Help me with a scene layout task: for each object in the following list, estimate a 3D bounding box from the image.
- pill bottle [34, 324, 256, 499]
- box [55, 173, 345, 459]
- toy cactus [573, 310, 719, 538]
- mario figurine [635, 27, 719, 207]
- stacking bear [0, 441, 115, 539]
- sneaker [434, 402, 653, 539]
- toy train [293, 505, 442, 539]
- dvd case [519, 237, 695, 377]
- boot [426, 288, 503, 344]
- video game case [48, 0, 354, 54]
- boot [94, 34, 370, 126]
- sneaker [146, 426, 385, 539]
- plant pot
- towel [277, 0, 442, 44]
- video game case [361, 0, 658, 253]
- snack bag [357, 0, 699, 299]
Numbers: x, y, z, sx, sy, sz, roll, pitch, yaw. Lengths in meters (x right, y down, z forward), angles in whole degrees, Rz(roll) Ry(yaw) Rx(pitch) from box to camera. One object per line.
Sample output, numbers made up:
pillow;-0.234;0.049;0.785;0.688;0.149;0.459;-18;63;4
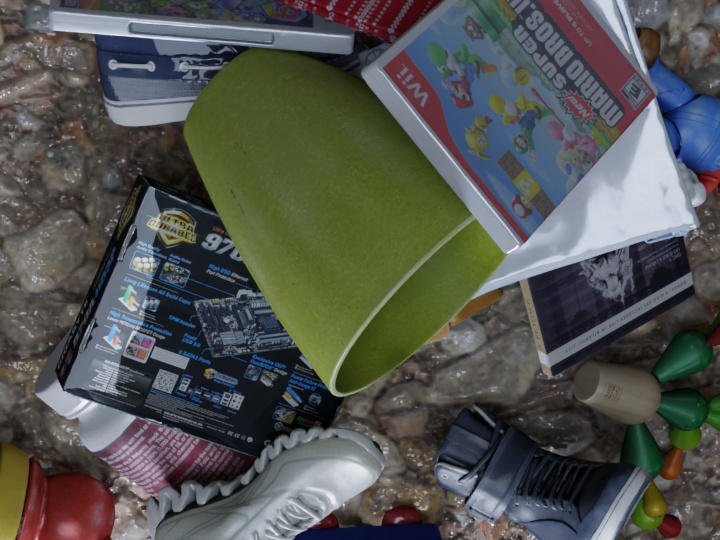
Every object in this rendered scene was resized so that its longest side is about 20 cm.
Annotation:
pill bottle;-0.142;0.114;1.328;0.200;0.114;0.114;39;106;-17
box;-0.095;0.041;1.239;0.200;0.046;0.159;21;99;-20
toy cactus;0.239;0.111;1.338;0.165;0.102;0.200;17;110;-31
mario figurine;0.268;-0.099;1.251;0.200;0.106;0.124;27;107;-22
stacking bear;-0.291;0.185;1.360;0.200;0.121;0.114;13;119;-18
sneaker;0.133;0.158;1.322;0.146;0.202;0.077;35;71;2
toy train;-0.035;0.262;1.406;0.200;0.085;0.116;-2;126;-11
dvd case;0.173;-0.040;1.291;0.149;0.016;0.200;-28;114;-25
boot;0.000;0.000;1.309;0.201;0.071;0.144;-18;112;1
video game case;-0.104;-0.200;1.184;0.200;0.143;0.018;4;130;-4
boot;-0.093;-0.162;1.235;0.200;0.073;0.090;-9;118;2
sneaker;-0.067;0.175;1.234;0.200;0.081;0.075;-28;128;24
plant pot;-0.018;-0.053;1.149;0.200;0.187;0.187;45;107;14
towel;-0.005;-0.219;1.162;0.200;0.145;0.022;22;148;11
video game case;0.100;-0.119;1.097;0.143;0.200;0.017;51;139;-7
snack bag;0.117;-0.090;1.204;0.188;0.021;0.200;-18;100;13
